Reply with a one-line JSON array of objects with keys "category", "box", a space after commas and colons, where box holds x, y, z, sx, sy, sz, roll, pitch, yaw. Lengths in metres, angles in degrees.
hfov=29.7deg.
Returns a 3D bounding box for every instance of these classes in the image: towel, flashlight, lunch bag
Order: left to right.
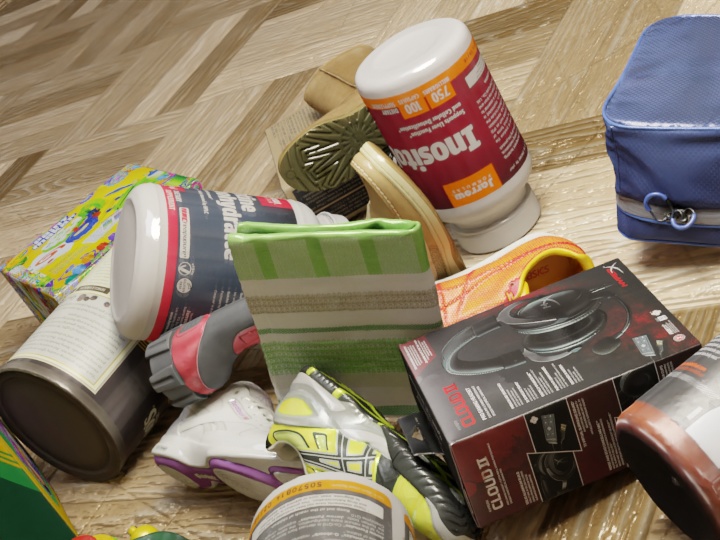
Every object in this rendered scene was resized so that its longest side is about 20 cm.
[{"category": "flashlight", "box": [-0.083, 0.051, 1.111, 0.200, 0.068, 0.068, -23, 65, 27]}, {"category": "towel", "box": [-0.008, 0.039, 1.030, 0.149, 0.200, 0.031, -2, 42, 13]}, {"category": "lunch bag", "box": [0.278, -0.102, 1.086, 0.136, 0.133, 0.200, 6, 42, 29]}]

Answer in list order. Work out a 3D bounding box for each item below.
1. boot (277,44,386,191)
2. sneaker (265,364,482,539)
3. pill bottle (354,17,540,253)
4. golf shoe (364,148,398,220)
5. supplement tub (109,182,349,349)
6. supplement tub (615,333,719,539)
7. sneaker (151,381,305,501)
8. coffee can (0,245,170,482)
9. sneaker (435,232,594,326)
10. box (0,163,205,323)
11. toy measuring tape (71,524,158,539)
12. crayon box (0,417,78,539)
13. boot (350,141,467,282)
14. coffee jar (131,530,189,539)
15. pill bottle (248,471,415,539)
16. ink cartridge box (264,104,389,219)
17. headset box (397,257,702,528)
[{"category": "boot", "box": [-0.026, -0.163, 1.434, 0.175, 0.066, 0.200, -29, 25, -5]}, {"category": "sneaker", "box": [0.009, 0.150, 0.988, 0.200, 0.075, 0.076, 36, 91, 42]}, {"category": "pill bottle", "box": [0.087, -0.119, 1.236, 0.113, 0.200, 0.113, -25, 27, 14]}, {"category": "golf shoe", "box": [0.044, -0.084, 1.347, 0.200, 0.095, 0.078, -47, 31, -24]}, {"category": "supplement tub", "box": [-0.116, 0.000, 1.225, 0.199, 0.141, 0.140, 6, 17, -21]}, {"category": "supplement tub", "box": [0.261, 0.073, 0.827, 0.200, 0.107, 0.107, -37, 27, -9]}, {"category": "sneaker", "box": [-0.096, 0.134, 1.123, 0.200, 0.075, 0.100, 2, 55, 48]}, {"category": "coffee can", "box": [-0.235, 0.079, 1.302, 0.146, 0.147, 0.200, -6, 36, 41]}, {"category": "sneaker", "box": [0.100, 0.033, 1.105, 0.200, 0.073, 0.077, -36, 23, -7]}, {"category": "box", "box": [-0.263, -0.006, 1.507, 0.200, 0.122, 0.192, -42, 28, -18]}, {"category": "toy measuring tape", "box": [-0.240, 0.269, 1.071, 0.200, 0.074, 0.074, -40, 27, -18]}, {"category": "crayon box", "box": [-0.349, 0.166, 1.247, 0.058, 0.173, 0.200, -38, 27, -12]}, {"category": "boot", "box": [0.000, 0.000, 1.136, 0.155, 0.200, 0.073, -34, 46, -1]}, {"category": "coffee jar", "box": [-0.154, 0.279, 0.941, 0.104, 0.085, 0.200, -28, 27, 9]}, {"category": "pill bottle", "box": [-0.020, 0.229, 0.849, 0.116, 0.117, 0.200, -24, 27, 15]}, {"category": "ink cartridge box", "box": [-0.013, -0.138, 1.519, 0.164, 0.075, 0.200, -28, 26, 4]}, {"category": "headset box", "box": [0.125, 0.084, 0.953, 0.200, 0.077, 0.149, -20, 26, -3]}]
